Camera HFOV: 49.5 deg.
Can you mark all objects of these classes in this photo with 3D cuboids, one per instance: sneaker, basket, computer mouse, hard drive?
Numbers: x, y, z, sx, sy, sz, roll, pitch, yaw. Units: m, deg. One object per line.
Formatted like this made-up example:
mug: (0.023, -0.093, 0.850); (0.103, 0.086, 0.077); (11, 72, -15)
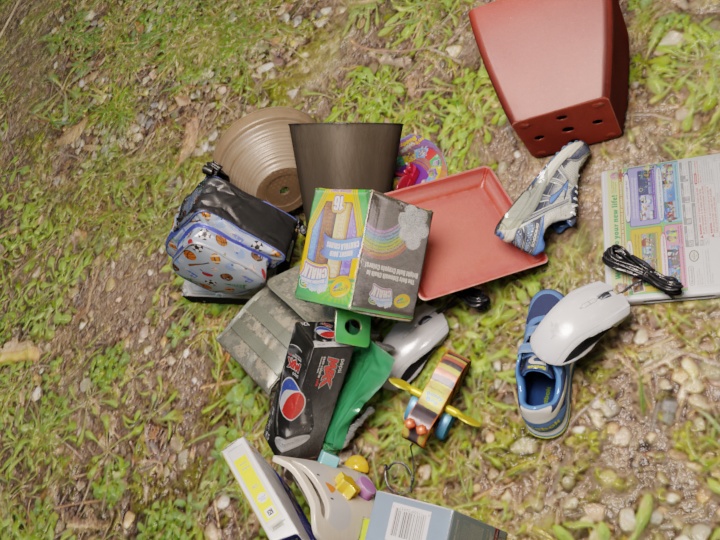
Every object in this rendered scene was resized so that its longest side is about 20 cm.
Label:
sneaker: (0.244, 0.112, 1.024); (0.073, 0.082, 0.202); (-6, 63, 28)
basket: (-0.021, -0.126, 1.216); (0.178, 0.136, 0.202); (0, 99, 2)
sneaker: (0.277, -0.099, 1.119); (0.085, 0.077, 0.200); (40, 74, 6)
computer mouse: (0.300, 0.045, 0.988); (0.199, 0.044, 0.110); (-36, 54, -13)
computer mouse: (0.088, 0.087, 1.136); (0.200, 0.044, 0.110); (-50, 54, -1)
hard drive: (-0.214, -0.011, 1.367); (0.198, 0.038, 0.141); (2, 68, 31)

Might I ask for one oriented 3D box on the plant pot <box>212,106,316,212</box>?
plant pot: (-0.137, -0.161, 1.291); (0.200, 0.201, 0.093); (-35, 52, 10)

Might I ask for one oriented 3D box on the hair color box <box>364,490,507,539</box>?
hair color box: (0.095, 0.318, 0.934); (0.098, 0.200, 0.061); (5, 70, 31)

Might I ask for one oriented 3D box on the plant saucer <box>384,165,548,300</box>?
plant saucer: (0.140, -0.051, 1.144); (0.198, 0.037, 0.201); (-16, 56, -12)

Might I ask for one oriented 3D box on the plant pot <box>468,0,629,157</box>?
plant pot: (0.286, -0.281, 1.129); (0.198, 0.200, 0.178); (-11, 71, 24)

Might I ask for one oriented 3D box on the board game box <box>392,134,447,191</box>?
board game box: (0.043, -0.147, 1.284); (0.199, 0.039, 0.159); (-26, 57, 16)

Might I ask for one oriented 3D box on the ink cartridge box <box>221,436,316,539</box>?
ink cartridge box: (-0.093, 0.341, 1.031); (0.047, 0.198, 0.200); (-31, 53, -8)

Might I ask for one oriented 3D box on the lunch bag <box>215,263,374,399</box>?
lunch bag: (-0.095, 0.092, 1.204); (0.200, 0.118, 0.164); (-47, 50, -6)

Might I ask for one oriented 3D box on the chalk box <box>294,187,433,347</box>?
chalk box: (0.000, 0.000, 1.062); (0.123, 0.124, 0.202); (10, 88, 49)

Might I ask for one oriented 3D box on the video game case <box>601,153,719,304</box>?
video game case: (0.418, -0.055, 1.043); (0.180, 0.022, 0.202); (-7, 65, 26)

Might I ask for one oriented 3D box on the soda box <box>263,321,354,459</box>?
soda box: (-0.075, 0.172, 1.101); (0.063, 0.070, 0.202); (46, 127, 48)

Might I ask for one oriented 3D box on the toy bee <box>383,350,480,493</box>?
toy bee: (0.096, 0.197, 1.046); (0.130, 0.109, 0.202); (4, 72, 11)

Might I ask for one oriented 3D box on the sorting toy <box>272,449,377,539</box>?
sorting toy: (-0.043, 0.307, 1.030); (0.107, 0.180, 0.200); (-42, 54, 5)

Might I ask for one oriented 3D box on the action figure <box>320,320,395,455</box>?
action figure: (-0.015, 0.185, 1.124); (0.118, 0.054, 0.201); (42, 113, 50)

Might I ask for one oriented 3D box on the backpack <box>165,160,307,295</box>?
backpack: (-0.216, -0.047, 1.247); (0.190, 0.199, 0.155); (-21, 41, 56)
